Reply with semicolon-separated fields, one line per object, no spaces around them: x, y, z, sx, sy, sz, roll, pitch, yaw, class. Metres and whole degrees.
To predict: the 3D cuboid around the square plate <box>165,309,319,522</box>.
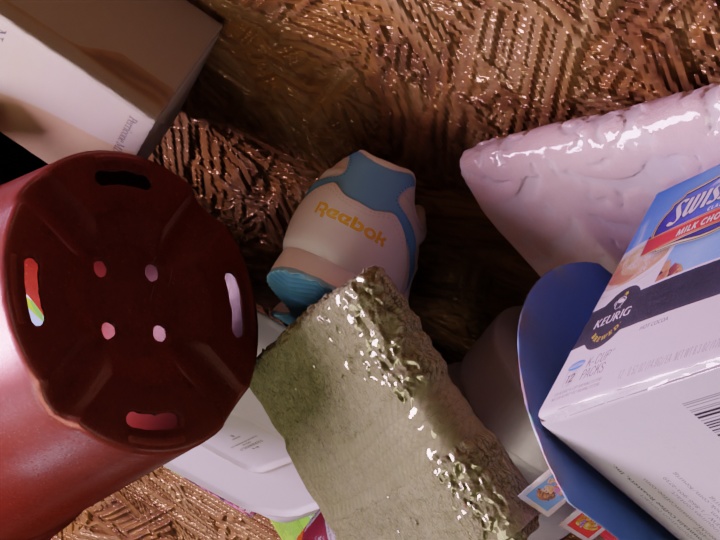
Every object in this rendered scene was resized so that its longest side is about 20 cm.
-0.065;0.089;1.127;0.197;0.029;0.199;31;147;-25;square plate

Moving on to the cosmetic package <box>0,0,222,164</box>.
-0.178;-0.130;0.980;0.199;0.071;0.105;33;150;-3;cosmetic package

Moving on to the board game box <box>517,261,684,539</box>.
0.130;0.089;0.868;0.200;0.159;0.039;37;125;-20;board game box

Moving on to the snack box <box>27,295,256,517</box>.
-0.127;0.065;1.233;0.199;0.053;0.142;30;148;0;snack box

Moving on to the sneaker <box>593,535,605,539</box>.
0.150;0.166;0.945;0.075;0.077;0.200;19;159;33;sneaker

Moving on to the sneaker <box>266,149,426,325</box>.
0.000;0.000;1.013;0.076;0.081;0.200;27;169;3;sneaker

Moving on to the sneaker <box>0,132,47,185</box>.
-0.159;-0.022;1.118;0.199;0.081;0.086;29;140;-6;sneaker

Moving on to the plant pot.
-0.165;0.041;0.981;0.201;0.201;0.195;44;137;-21;plant pot

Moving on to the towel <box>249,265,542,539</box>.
0.010;0.081;0.914;0.149;0.036;0.200;58;158;7;towel

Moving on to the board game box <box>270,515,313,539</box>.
0.003;0.157;1.242;0.096;0.030;0.200;58;151;5;board game box

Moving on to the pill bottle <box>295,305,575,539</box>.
0.053;0.119;1.032;0.109;0.110;0.200;34;121;-5;pill bottle

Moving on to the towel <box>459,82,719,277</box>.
0.167;-0.006;0.892;0.199;0.032;0.191;-12;129;49;towel

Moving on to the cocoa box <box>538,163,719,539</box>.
0.201;0.057;0.790;0.200;0.132;0.133;40;150;-14;cocoa box
